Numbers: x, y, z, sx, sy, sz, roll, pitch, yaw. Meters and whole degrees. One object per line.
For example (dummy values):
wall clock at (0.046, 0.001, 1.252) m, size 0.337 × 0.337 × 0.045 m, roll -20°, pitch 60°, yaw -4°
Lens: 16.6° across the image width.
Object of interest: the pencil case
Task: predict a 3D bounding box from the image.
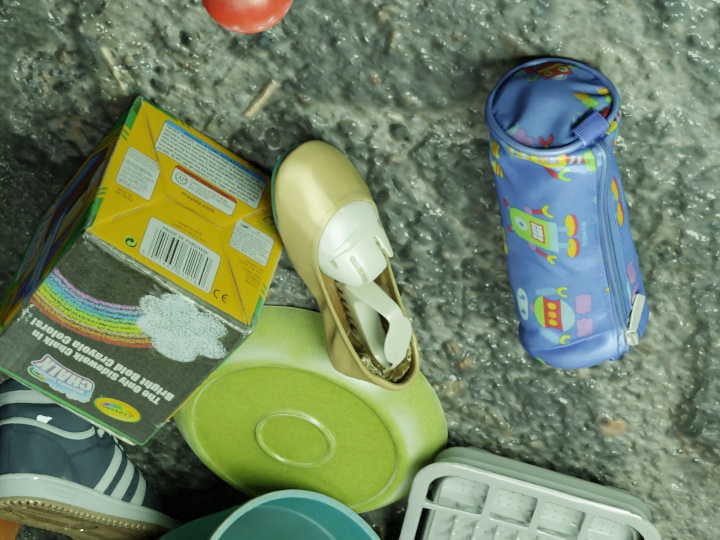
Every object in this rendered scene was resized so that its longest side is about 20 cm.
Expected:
pencil case at (0.123, -0.027, 1.444) m, size 0.087 × 0.078 × 0.200 m, roll 28°, pitch 147°, yaw 35°

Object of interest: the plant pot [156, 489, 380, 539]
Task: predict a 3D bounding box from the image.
plant pot at (-0.098, 0.261, 1.714) m, size 0.188 × 0.200 × 0.200 m, roll -14°, pitch 129°, yaw 48°

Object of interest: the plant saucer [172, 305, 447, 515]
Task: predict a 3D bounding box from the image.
plant saucer at (-0.041, 0.105, 1.673) m, size 0.199 × 0.031 × 0.200 m, roll 9°, pitch 137°, yaw 9°

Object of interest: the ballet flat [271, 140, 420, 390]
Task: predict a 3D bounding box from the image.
ballet flat at (0.000, 0.000, 1.522) m, size 0.063 × 0.069 × 0.200 m, roll 33°, pitch 156°, yaw 36°

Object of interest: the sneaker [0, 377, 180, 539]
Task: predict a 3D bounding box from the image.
sneaker at (-0.189, 0.130, 1.733) m, size 0.070 × 0.109 × 0.200 m, roll -12°, pitch 159°, yaw 26°

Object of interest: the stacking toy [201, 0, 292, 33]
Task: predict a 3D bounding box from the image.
stacking toy at (-0.081, -0.210, 1.339) m, size 0.085 × 0.086 × 0.200 m, roll 1°, pitch 142°, yaw 18°

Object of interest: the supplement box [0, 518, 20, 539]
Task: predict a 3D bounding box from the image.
supplement box at (-0.327, 0.234, 1.879) m, size 0.069 × 0.067 × 0.200 m, roll 29°, pitch 137°, yaw -16°

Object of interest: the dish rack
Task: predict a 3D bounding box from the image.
dish rack at (0.111, 0.196, 1.704) m, size 0.171 × 0.044 × 0.200 m, roll 15°, pitch 137°, yaw 3°

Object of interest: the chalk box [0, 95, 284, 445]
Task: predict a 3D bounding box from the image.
chalk box at (-0.148, 0.014, 1.550) m, size 0.125 × 0.124 × 0.200 m, roll 31°, pitch 137°, yaw -15°
